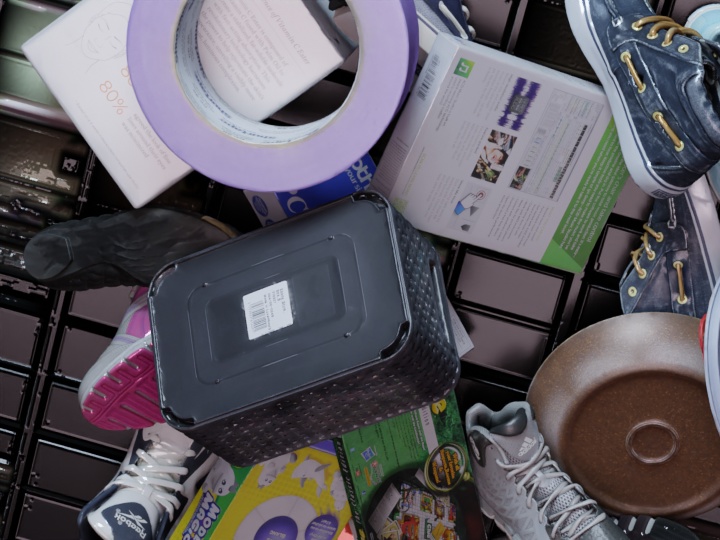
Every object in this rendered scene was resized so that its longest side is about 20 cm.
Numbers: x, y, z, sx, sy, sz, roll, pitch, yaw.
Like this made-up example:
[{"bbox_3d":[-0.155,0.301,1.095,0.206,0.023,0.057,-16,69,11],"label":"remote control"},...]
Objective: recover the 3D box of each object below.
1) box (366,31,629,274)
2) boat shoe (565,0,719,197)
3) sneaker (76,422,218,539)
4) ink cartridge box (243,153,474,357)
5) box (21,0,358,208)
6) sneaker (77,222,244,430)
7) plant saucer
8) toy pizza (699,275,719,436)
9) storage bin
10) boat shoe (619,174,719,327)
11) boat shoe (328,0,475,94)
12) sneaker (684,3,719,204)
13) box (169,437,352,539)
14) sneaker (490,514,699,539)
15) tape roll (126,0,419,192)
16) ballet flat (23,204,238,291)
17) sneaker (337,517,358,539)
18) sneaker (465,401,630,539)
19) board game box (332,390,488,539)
[{"bbox_3d":[0.115,-0.085,1.550,0.200,0.036,0.145,15,109,-31],"label":"box"},{"bbox_3d":[0.222,-0.160,1.512,0.091,0.071,0.201,-36,66,44],"label":"boat shoe"},{"bbox_3d":[-0.166,0.175,1.634,0.079,0.130,0.199,32,103,-3],"label":"sneaker"},{"bbox_3d":[0.000,0.000,1.603,0.094,0.044,0.200,-34,99,-30],"label":"ink cartridge box"},{"bbox_3d":[-0.127,-0.170,1.568,0.200,0.106,0.152,-34,97,11],"label":"box"},{"bbox_3d":[-0.147,0.042,1.624,0.200,0.088,0.081,-44,130,-1],"label":"sneaker"},{"bbox_3d":[0.227,0.126,1.608,0.200,0.037,0.201,3,120,5],"label":"plant saucer"},{"bbox_3d":[0.311,0.081,1.561,0.032,0.200,0.201,-12,103,42],"label":"toy pizza"},{"bbox_3d":[-0.043,0.044,1.489,0.200,0.094,0.136,-20,60,17],"label":"storage bin"},{"bbox_3d":[0.236,-0.015,1.591,0.091,0.071,0.201,-16,101,9],"label":"boat shoe"},{"bbox_3d":[0.067,-0.178,1.570,0.075,0.093,0.200,-8,138,45],"label":"boat shoe"},{"bbox_3d":[0.290,-0.101,1.562,0.074,0.082,0.200,-22,99,10],"label":"sneaker"},{"bbox_3d":[-0.080,0.202,1.591,0.117,0.048,0.200,21,107,-39],"label":"box"},{"bbox_3d":[0.195,0.261,1.640,0.200,0.076,0.116,-6,118,36],"label":"sneaker"},{"bbox_3d":[-0.060,-0.161,1.464,0.199,0.085,0.201,1,102,6],"label":"tape roll"},{"bbox_3d":[-0.173,-0.018,1.595,0.200,0.057,0.067,-1,94,31],"label":"ballet flat"},{"bbox_3d":[0.042,0.224,1.660,0.108,0.067,0.202,-19,97,11],"label":"sneaker"},{"bbox_3d":[0.136,0.167,1.567,0.075,0.200,0.116,-32,132,-20],"label":"sneaker"},{"bbox_3d":[0.037,0.159,1.586,0.105,0.023,0.201,-23,116,-22],"label":"board game box"}]
